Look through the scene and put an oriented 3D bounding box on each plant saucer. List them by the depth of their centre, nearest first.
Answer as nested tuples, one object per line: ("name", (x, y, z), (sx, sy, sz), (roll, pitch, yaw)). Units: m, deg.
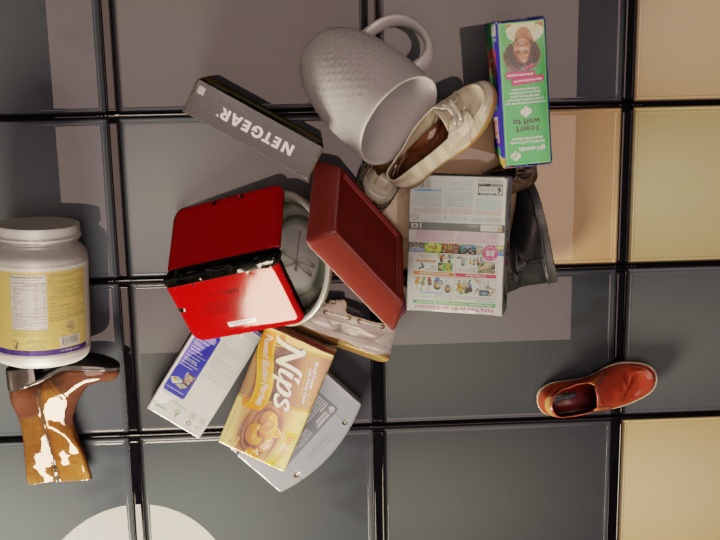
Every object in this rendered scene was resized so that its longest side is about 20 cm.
("plant saucer", (0.003, -0.045, 1.452), (0.036, 0.201, 0.200), (-29, 122, 24))
("plant saucer", (-0.100, -0.020, 1.514), (0.050, 0.198, 0.203), (-9, 107, -46))

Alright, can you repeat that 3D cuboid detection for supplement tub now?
("supplement tub", (-0.474, 0.030, 1.494), (0.143, 0.146, 0.203), (1, 101, -3))

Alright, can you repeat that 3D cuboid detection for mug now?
("mug", (0.017, -0.281, 1.445), (0.200, 0.148, 0.175), (-45, 64, -2))

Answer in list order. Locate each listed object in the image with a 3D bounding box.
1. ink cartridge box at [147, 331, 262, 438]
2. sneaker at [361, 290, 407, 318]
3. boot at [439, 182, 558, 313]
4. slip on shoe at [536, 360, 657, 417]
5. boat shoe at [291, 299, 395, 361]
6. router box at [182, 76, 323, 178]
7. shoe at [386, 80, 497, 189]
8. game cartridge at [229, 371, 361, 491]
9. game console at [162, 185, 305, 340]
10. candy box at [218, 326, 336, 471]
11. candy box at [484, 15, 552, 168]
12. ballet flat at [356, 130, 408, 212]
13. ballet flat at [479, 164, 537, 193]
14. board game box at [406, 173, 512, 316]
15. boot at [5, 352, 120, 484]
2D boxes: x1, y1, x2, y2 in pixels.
("ink cartridge box", (-0.242, 0.154, 1.586), (0.099, 0.039, 0.201), (32, 100, -8))
("sneaker", (0.000, 0.000, 1.534), (0.074, 0.090, 0.201), (-30, 98, 21))
("boot", (0.192, -0.037, 1.563), (0.197, 0.066, 0.167), (-13, 95, 7))
("slip on shoe", (0.383, 0.196, 1.617), (0.197, 0.061, 0.075), (-12, 100, -2))
("boat shoe", (-0.040, 0.078, 1.572), (0.197, 0.071, 0.070), (20, 78, 0))
("router box", (-0.150, -0.209, 1.456), (0.198, 0.157, 0.053), (28, 99, -9))
("shoe", (0.112, -0.188, 1.415), (0.200, 0.053, 0.070), (-45, 65, 21))
("game cartridge", (-0.098, 0.250, 1.616), (0.133, 0.040, 0.200), (42, 97, -7))
("game console", (-0.182, -0.008, 1.508), (0.197, 0.119, 0.174), (-11, 120, 25))
("candy box", (-0.127, 0.192, 1.557), (0.114, 0.055, 0.202), (23, 97, 0))
("candy box", (0.227, -0.259, 1.459), (0.076, 0.169, 0.203), (-6, 102, 4))
("ballet flat", (0.049, -0.166, 1.517), (0.067, 0.075, 0.202), (29, 99, -9))
("ballet flat", (0.176, -0.114, 1.529), (0.198, 0.046, 0.068), (-27, 70, 13))
("board game box", (0.146, -0.040, 1.495), (0.145, 0.064, 0.203), (4, 98, 13))
("boot", (-0.451, 0.238, 1.578), (0.185, 0.069, 0.203), (-9, 103, -2))
